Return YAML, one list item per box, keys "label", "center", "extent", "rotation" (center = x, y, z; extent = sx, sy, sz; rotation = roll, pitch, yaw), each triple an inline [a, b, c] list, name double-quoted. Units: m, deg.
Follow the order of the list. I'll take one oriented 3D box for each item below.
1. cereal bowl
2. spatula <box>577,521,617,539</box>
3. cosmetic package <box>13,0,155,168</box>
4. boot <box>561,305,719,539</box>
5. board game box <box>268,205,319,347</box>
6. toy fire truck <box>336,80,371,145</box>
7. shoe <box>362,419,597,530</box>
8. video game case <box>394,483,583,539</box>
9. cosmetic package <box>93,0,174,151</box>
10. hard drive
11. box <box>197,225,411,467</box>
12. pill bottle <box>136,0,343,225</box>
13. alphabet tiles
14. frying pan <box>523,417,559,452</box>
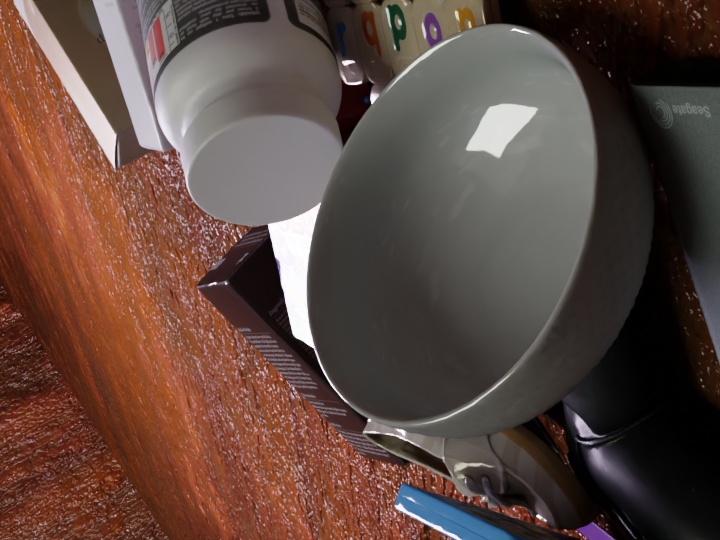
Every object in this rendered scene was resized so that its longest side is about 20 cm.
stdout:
- label: "cereal bowl"
  center: [0.065, -0.012, 0.674]
  extent: [0.083, 0.201, 0.200]
  rotation: [23, -173, -36]
- label: "spatula"
  center: [0.117, 0.121, 0.952]
  extent: [0.200, 0.021, 0.057]
  rotation: [56, 173, 23]
- label: "cosmetic package"
  center: [-0.228, -0.206, 1.272]
  extent: [0.200, 0.105, 0.071]
  rotation: [55, 160, 14]
- label: "boot"
  center: [0.143, 0.064, 0.730]
  extent: [0.163, 0.073, 0.198]
  rotation: [67, 166, -22]
- label: "board game box"
  center: [0.000, 0.000, 0.883]
  extent: [0.200, 0.034, 0.136]
  rotation: [23, 128, 60]
- label: "toy fire truck"
  center: [0.022, -0.051, 0.907]
  extent: [0.201, 0.049, 0.141]
  rotation: [65, 154, 9]
- label: "shoe"
  center: [0.069, 0.117, 0.858]
  extent: [0.200, 0.053, 0.070]
  rotation: [27, 159, 54]
- label: "video game case"
  center: [0.133, 0.165, 0.771]
  extent: [0.199, 0.018, 0.143]
  rotation: [21, 174, -21]
- label: "cosmetic package"
  center: [-0.139, -0.199, 1.025]
  extent: [0.071, 0.101, 0.201]
  rotation: [18, 126, 64]
- label: "hard drive"
  center: [0.193, 0.008, 0.585]
  extent: [0.139, 0.033, 0.201]
  rotation: [18, 133, 64]
- label: "box"
  center: [-0.026, 0.056, 1.075]
  extent: [0.200, 0.075, 0.100]
  rotation: [45, 164, -13]
- label: "pill bottle"
  center: [-0.075, -0.134, 0.864]
  extent: [0.116, 0.115, 0.201]
  rotation: [88, 170, -53]
- label: "alphabet tiles"
  center: [0.023, -0.156, 0.792]
  extent: [0.200, 0.015, 0.196]
  rotation: [15, 121, 65]
- label: "frying pan"
  center: [0.094, 0.082, 0.863]
  extent: [0.115, 0.031, 0.190]
  rotation: [55, -176, -14]
